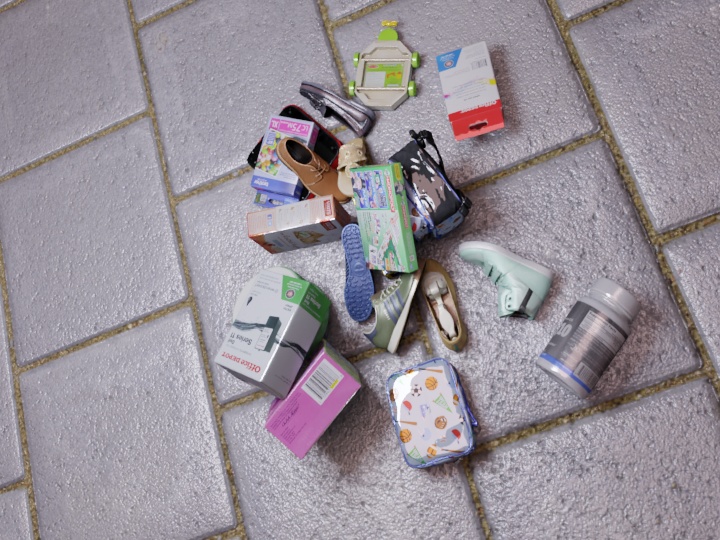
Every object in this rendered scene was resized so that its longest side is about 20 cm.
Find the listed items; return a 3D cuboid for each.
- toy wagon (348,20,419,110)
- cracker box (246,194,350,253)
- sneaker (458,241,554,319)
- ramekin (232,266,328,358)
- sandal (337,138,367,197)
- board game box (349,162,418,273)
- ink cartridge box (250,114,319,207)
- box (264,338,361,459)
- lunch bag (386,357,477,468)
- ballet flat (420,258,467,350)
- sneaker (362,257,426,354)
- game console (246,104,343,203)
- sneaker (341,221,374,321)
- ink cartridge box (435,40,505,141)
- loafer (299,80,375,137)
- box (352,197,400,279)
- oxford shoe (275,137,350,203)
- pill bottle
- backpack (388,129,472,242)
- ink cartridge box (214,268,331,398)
[{"bbox_3d":[0.058,-0.462,1.647,0.150,0.040,0.206,5,77,17],"label":"toy wagon"},{"bbox_3d":[-0.128,-0.095,1.558,0.194,0.134,0.059,-12,73,13],"label":"cracker box"},{"bbox_3d":[0.270,0.023,1.441,0.196,0.074,0.121,22,77,17],"label":"sneaker"},{"bbox_3d":[-0.171,0.092,1.509,0.195,0.098,0.205,-17,54,24],"label":"ramekin"},{"bbox_3d":[-0.025,-0.238,1.538,0.076,0.071,0.214,-20,34,13],"label":"sandal"},{"bbox_3d":[0.043,-0.101,1.415,0.133,0.029,0.206,6,110,52],"label":"board game box"},{"bbox_3d":[-0.174,-0.239,1.635,0.116,0.042,0.206,14,87,22],"label":"ink cartridge box"},{"bbox_3d":[-0.092,0.241,1.419,0.096,0.200,0.177,40,90,-3],"label":"box"},{"bbox_3d":[0.141,0.280,1.419,0.156,0.076,0.205,-19,71,8],"label":"lunch bag"},{"bbox_3d":[0.164,0.061,1.471,0.067,0.063,0.204,-26,71,10],"label":"ballet flat"},{"bbox_3d":[0.062,0.061,1.473,0.088,0.067,0.206,20,101,10],"label":"sneaker"},{"bbox_3d":[-0.146,-0.263,1.666,0.199,0.031,0.178,41,96,22],"label":"game console"},{"bbox_3d":[0.000,0.000,1.538,0.068,0.078,0.207,-2,97,13],"label":"sneaker"},{"bbox_3d":[0.237,-0.369,1.555,0.113,0.067,0.206,-13,73,13],"label":"ink cartridge box"},{"bbox_3d":[-0.062,-0.364,1.643,0.196,0.072,0.064,27,89,17],"label":"loafer"},{"bbox_3d":[0.043,-0.090,1.528,0.063,0.070,0.205,-23,79,7],"label":"box"},{"bbox_3d":[-0.096,-0.213,1.573,0.198,0.071,0.072,35,79,-15],"label":"oxford shoe"},{"bbox_3d":[0.425,0.123,1.353,0.113,0.114,0.202,35,87,21],"label":"pill bottle"},{"bbox_3d":[0.131,-0.147,1.467,0.152,0.190,0.203,-32,74,11],"label":"backpack"},{"bbox_3d":[-0.164,0.115,1.365,0.144,0.083,0.204,12,70,40],"label":"ink cartridge box"}]
